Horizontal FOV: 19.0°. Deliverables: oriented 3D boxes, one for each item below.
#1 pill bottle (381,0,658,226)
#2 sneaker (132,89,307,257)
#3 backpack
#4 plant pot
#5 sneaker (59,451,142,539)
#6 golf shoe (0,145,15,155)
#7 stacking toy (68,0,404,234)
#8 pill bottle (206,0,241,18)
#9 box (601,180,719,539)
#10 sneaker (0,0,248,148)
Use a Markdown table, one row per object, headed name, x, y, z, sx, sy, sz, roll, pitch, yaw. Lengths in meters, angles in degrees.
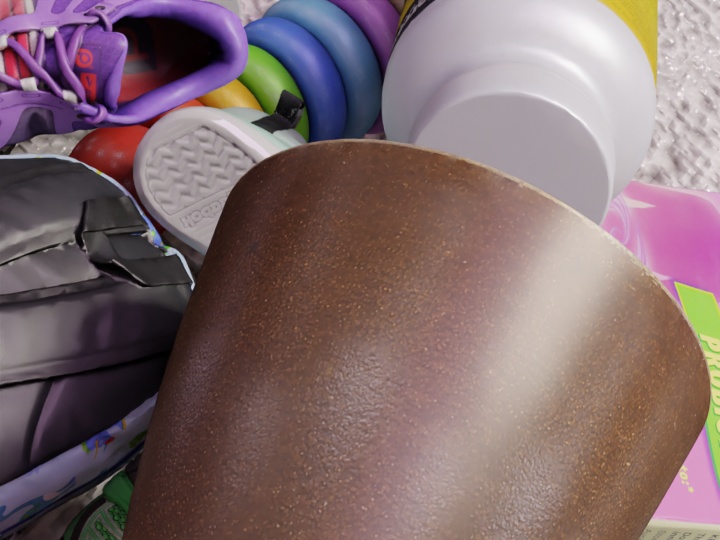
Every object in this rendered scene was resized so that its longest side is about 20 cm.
| name | x | y | z | sx | sy | sz | roll | pitch | yaw |
| --- | --- | --- | --- | --- | --- | --- | --- | --- | --- |
| pill bottle | 0.068 | -0.085 | 0.896 | 0.112 | 0.112 | 0.200 | 26 | 32 | -8 |
| sneaker | 0.000 | -0.001 | 0.889 | 0.200 | 0.074 | 0.118 | 43 | 11 | -3 |
| backpack | -0.159 | 0.036 | 0.817 | 0.200 | 0.154 | 0.163 | -30 | 70 | -18 |
| plant pot | -0.003 | 0.093 | 0.709 | 0.186 | 0.187 | 0.200 | 30 | 58 | -5 |
| sneaker | -0.043 | 0.164 | 0.827 | 0.200 | 0.085 | 0.078 | 52 | 9 | -1 |
| golf shoe | -0.189 | -0.069 | 0.896 | 0.072 | 0.092 | 0.200 | 35 | 47 | 4 |
| stacking toy | -0.051 | -0.072 | 0.978 | 0.200 | 0.085 | 0.085 | -34 | 76 | -35 |
| pill bottle | -0.110 | -0.178 | 0.983 | 0.104 | 0.104 | 0.201 | 4 | 46 | -24 |
| box | 0.135 | 0.059 | 0.965 | 0.199 | 0.097 | 0.177 | 8 | 54 | -23 |
| sneaker | -0.133 | -0.082 | 0.828 | 0.199 | 0.083 | 0.081 | -17 | 106 | -31 |
